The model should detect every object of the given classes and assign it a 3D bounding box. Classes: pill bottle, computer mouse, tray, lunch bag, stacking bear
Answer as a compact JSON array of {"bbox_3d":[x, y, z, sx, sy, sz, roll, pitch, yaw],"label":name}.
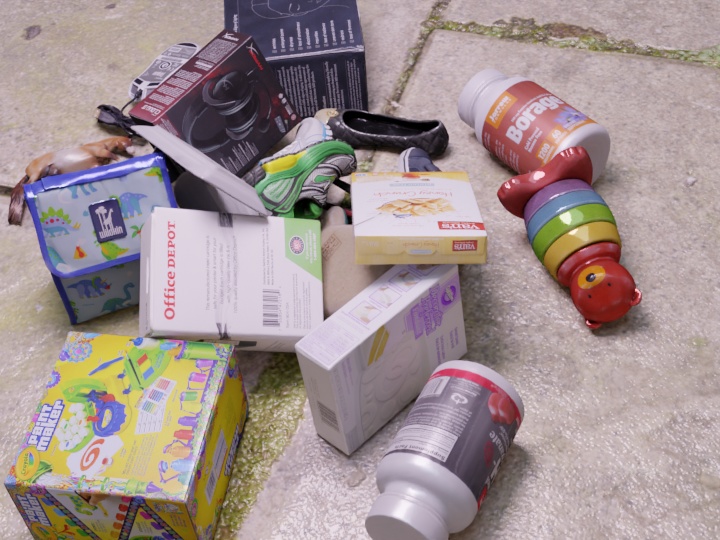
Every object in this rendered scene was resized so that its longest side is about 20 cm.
[{"bbox_3d":[0.226,-0.188,1.541,0.112,0.112,0.200,-32,52,-22],"label":"pill bottle"},{"bbox_3d":[-0.302,-0.268,1.716,0.110,0.044,0.200,16,52,36],"label":"computer mouse"},{"bbox_3d":[-0.186,-0.124,1.353,0.022,0.107,0.200,-57,41,2],"label":"tray"},{"bbox_3d":[-0.300,-0.048,1.402,0.170,0.200,0.128,-16,47,-10],"label":"lunch bag"},{"bbox_3d":[0.084,0.199,1.192,0.111,0.111,0.200,18,52,21],"label":"pill bottle"},{"bbox_3d":[0.265,-0.028,1.392,0.121,0.114,0.200,-28,58,12],"label":"stacking bear"}]

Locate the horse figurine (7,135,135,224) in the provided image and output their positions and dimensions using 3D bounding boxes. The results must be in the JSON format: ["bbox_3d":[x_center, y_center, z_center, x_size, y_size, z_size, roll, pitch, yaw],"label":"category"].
[{"bbox_3d":[-0.401,-0.134,1.592,0.200,0.050,0.133,-23,36,-7],"label":"horse figurine"}]

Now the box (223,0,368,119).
[{"bbox_3d":[-0.096,-0.327,1.696,0.196,0.124,0.200,-6,47,-1],"label":"box"}]

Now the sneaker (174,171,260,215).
[{"bbox_3d":[-0.145,-0.040,1.465,0.074,0.116,0.200,-34,78,26],"label":"sneaker"}]

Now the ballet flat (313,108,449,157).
[{"bbox_3d":[0.029,-0.204,1.614,0.200,0.057,0.067,12,48,16],"label":"ballet flat"}]

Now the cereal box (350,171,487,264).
[{"bbox_3d":[0.062,-0.063,1.313,0.144,0.040,0.200,-1,24,-2],"label":"cereal box"}]

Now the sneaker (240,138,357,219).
[{"bbox_3d":[-0.069,-0.105,1.434,0.200,0.078,0.085,-29,91,-49],"label":"sneaker"}]

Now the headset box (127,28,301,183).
[{"bbox_3d":[-0.199,-0.199,1.541,0.200,0.149,0.077,-45,38,-18],"label":"headset box"}]

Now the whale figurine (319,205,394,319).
[{"bbox_3d":[0.000,0.000,1.402,0.159,0.104,0.200,-51,37,6],"label":"whale figurine"}]

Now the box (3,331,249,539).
[{"bbox_3d":[-0.240,0.183,1.231,0.192,0.122,0.200,5,48,10],"label":"box"}]

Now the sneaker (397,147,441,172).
[{"bbox_3d":[0.102,-0.086,1.470,0.079,0.078,0.200,-29,49,26],"label":"sneaker"}]

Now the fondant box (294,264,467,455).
[{"bbox_3d":[0.028,0.087,1.278,0.058,0.144,0.200,30,56,35],"label":"fondant box"}]

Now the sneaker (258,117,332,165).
[{"bbox_3d":[-0.092,-0.142,1.536,0.087,0.075,0.200,22,43,-18],"label":"sneaker"}]

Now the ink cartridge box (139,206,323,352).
[{"bbox_3d":[-0.150,0.014,1.328,0.200,0.084,0.146,4,74,-21],"label":"ink cartridge box"}]

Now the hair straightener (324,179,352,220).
[{"bbox_3d":[0.026,-0.091,1.461,0.200,0.041,0.077,23,88,51],"label":"hair straightener"}]
